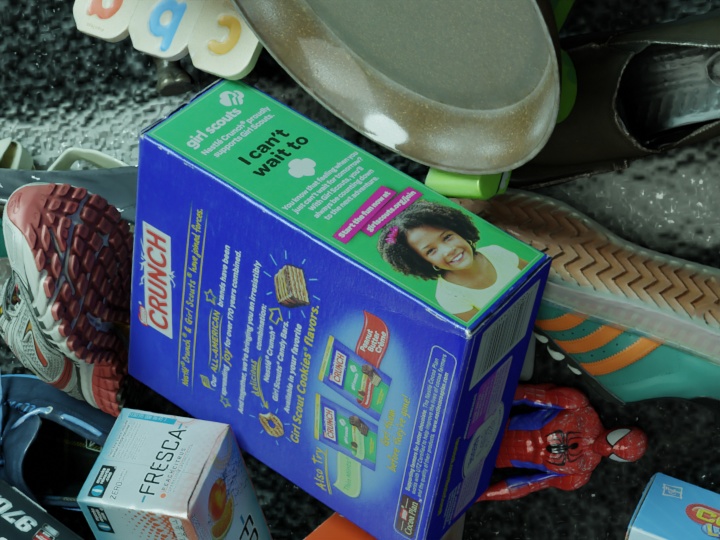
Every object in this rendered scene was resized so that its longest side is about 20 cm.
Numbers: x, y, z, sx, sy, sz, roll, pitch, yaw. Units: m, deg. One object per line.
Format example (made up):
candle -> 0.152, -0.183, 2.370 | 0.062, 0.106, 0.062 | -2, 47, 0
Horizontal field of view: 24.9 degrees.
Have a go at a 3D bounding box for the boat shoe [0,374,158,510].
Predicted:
boat shoe -> -0.188, 0.103, 0.980 | 0.199, 0.069, 0.085 | 0, 102, 21

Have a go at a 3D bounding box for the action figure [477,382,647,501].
action figure -> 0.058, 0.094, 0.897 | 0.199, 0.052, 0.066 | -3, 96, 20

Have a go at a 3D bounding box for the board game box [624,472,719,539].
board game box -> 0.216, 0.229, 0.841 | 0.199, 0.056, 0.196 | 20, 120, 16

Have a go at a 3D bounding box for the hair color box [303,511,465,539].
hair color box -> -0.010, 0.198, 0.862 | 0.064, 0.200, 0.111 | 13, 107, 19

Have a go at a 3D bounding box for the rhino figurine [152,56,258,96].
rhino figurine -> -0.027, -0.163, 0.859 | 0.199, 0.060, 0.088 | -19, 77, 22

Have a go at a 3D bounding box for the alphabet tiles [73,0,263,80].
alphabet tiles -> -0.066, -0.199, 0.845 | 0.199, 0.015, 0.196 | 20, 84, 28

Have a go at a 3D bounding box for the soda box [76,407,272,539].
soda box -> -0.089, 0.165, 0.908 | 0.068, 0.064, 0.200 | 7, 138, 19

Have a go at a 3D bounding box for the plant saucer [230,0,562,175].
plant saucer -> 0.011, -0.127, 0.714 | 0.200, 0.032, 0.200 | 33, 155, 17

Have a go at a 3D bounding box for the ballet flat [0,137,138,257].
ballet flat -> -0.190, -0.041, 0.953 | 0.199, 0.073, 0.073 | 5, 104, 22

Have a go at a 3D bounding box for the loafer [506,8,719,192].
loafer -> 0.126, -0.087, 0.812 | 0.199, 0.071, 0.073 | -18, 96, 25

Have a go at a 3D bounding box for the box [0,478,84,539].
box -> -0.240, 0.173, 0.976 | 0.159, 0.046, 0.200 | 34, 146, 10

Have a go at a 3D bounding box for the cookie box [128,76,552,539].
cookie box -> -0.020, 0.024, 0.824 | 0.200, 0.075, 0.172 | 31, 136, 22

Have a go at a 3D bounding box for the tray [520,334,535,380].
tray -> 0.000, 0.000, 0.900 | 0.199, 0.022, 0.108 | 10, 115, 19

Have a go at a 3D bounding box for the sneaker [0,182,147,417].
sneaker -> -0.168, 0.019, 0.896 | 0.082, 0.078, 0.200 | 15, 150, 11

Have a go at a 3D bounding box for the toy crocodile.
toy crocodile -> 0.075, -0.128, 0.797 | 0.067, 0.062, 0.201 | 11, 76, 46

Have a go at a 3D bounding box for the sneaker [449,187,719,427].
sneaker -> 0.118, 0.025, 0.831 | 0.199, 0.071, 0.080 | 22, 129, 2
